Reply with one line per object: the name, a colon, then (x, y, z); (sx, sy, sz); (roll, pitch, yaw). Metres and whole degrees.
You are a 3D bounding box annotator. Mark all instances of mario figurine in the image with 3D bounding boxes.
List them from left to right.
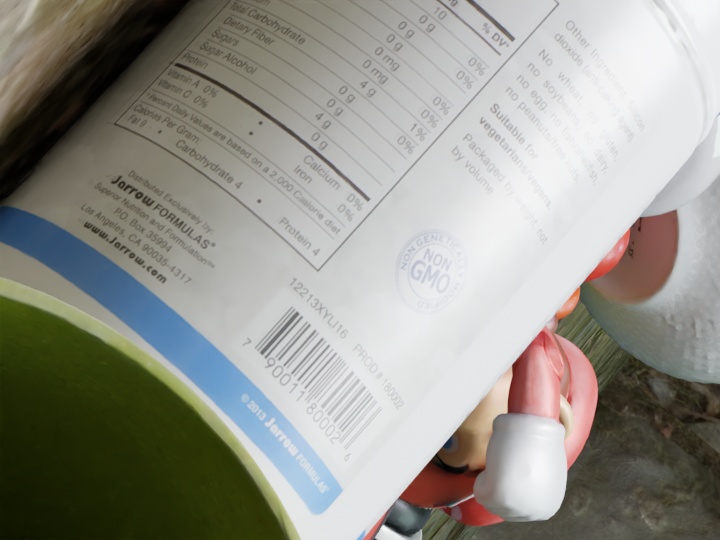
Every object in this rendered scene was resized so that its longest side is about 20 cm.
mario figurine: (0.025, 0.014, 0.999); (0.124, 0.106, 0.200); (-74, 162, -50)

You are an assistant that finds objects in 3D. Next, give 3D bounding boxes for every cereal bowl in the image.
cereal bowl: (0.160, -0.035, 1.436); (0.083, 0.200, 0.200); (-15, 151, -36)

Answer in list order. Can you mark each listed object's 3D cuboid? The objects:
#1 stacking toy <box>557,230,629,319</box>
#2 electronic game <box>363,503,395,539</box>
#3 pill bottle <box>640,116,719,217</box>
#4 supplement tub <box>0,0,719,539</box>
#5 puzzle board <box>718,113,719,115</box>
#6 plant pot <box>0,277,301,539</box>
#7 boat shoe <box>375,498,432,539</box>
stacking toy: (0.062, 0.025, 1.434); (0.200, 0.085, 0.085); (-50, 174, 33)
electronic game: (-0.054, 0.147, 0.957); (0.200, 0.042, 0.200); (-50, 173, -9)
pill bottle: (0.130, -0.095, 1.227); (0.200, 0.109, 0.109); (-45, 170, -48)
supplement tub: (-0.005, -0.020, 0.758); (0.200, 0.132, 0.132); (-48, 172, -17)
puzzle board: (0.120, -0.094, 1.045); (0.200, 0.017, 0.151); (-26, 146, 0)
plant pot: (-0.127, 0.114, 0.628); (0.187, 0.187, 0.200); (-46, -174, -28)
boat shoe: (0.003, 0.044, 1.140); (0.060, 0.076, 0.200); (-48, -155, 11)
